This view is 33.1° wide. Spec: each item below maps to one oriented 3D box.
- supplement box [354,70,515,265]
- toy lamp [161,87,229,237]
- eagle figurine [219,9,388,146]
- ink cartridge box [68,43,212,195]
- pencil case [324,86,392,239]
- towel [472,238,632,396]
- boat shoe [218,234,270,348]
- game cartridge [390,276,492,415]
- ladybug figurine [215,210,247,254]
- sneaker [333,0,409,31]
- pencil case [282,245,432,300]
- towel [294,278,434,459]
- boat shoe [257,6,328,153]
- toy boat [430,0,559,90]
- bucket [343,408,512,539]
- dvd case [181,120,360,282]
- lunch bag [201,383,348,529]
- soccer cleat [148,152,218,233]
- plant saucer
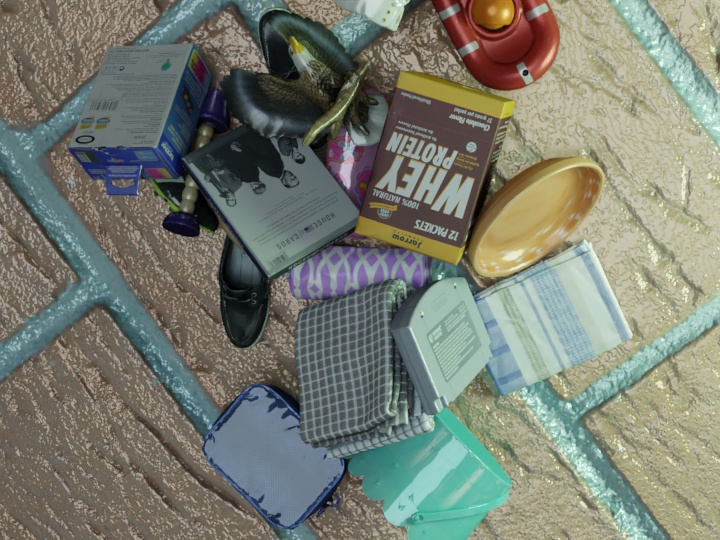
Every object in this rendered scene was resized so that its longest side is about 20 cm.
[{"bbox_3d":[0.097,-0.133,1.513,0.132,0.197,0.201,18,101,8],"label":"supplement box"},{"bbox_3d":[-0.214,-0.146,1.605,0.058,0.058,0.201,10,73,8],"label":"toy lamp"},{"bbox_3d":[-0.063,-0.236,1.507,0.151,0.200,0.152,-15,115,-32],"label":"eagle figurine"},{"bbox_3d":[-0.288,-0.193,1.571,0.135,0.076,0.201,2,59,22],"label":"ink cartridge box"},{"bbox_3d":[-0.009,-0.141,1.591,0.087,0.087,0.202,15,101,7],"label":"pencil case"},{"bbox_3d":[0.244,0.064,1.606,0.199,0.024,0.148,-27,95,14],"label":"towel"},{"bbox_3d":[-0.160,0.012,1.645,0.074,0.066,0.201,12,99,10],"label":"boat shoe"},{"bbox_3d":[0.102,0.084,1.524,0.040,0.200,0.134,-15,99,28],"label":"game cartridge"},{"bbox_3d":[-0.127,-0.096,1.583,0.135,0.072,0.201,-8,66,-11],"label":"ladybug figurine"},{"bbox_3d":[0.066,-0.345,1.463,0.198,0.074,0.116,9,112,3],"label":"sneaker"},{"bbox_3d":[0.000,0.000,1.610,0.198,0.084,0.086,3,87,7],"label":"pencil case"},{"bbox_3d":[-0.001,0.123,1.527,0.165,0.085,0.201,-19,60,31],"label":"towel"},{"bbox_3d":[-0.085,-0.252,1.598,0.074,0.062,0.201,-18,93,14],"label":"boat shoe"},{"bbox_3d":[0.166,-0.320,1.505,0.130,0.131,0.201,-28,98,13],"label":"toy boat"},{"bbox_3d":[0.091,0.261,1.573,0.135,0.207,0.207,-44,89,5],"label":"bucket"},{"bbox_3d":[-0.110,-0.100,1.531,0.150,0.025,0.200,-31,72,-19],"label":"dvd case"},{"bbox_3d":[-0.106,0.252,1.640,0.200,0.132,0.136,44,88,3],"label":"lunch bag"},{"bbox_3d":[-0.253,-0.138,1.644,0.081,0.068,0.200,-42,88,4],"label":"soccer cleat"},{"bbox_3d":[0.214,-0.072,1.514,0.200,0.200,0.038,-41,63,13],"label":"plant saucer"}]
